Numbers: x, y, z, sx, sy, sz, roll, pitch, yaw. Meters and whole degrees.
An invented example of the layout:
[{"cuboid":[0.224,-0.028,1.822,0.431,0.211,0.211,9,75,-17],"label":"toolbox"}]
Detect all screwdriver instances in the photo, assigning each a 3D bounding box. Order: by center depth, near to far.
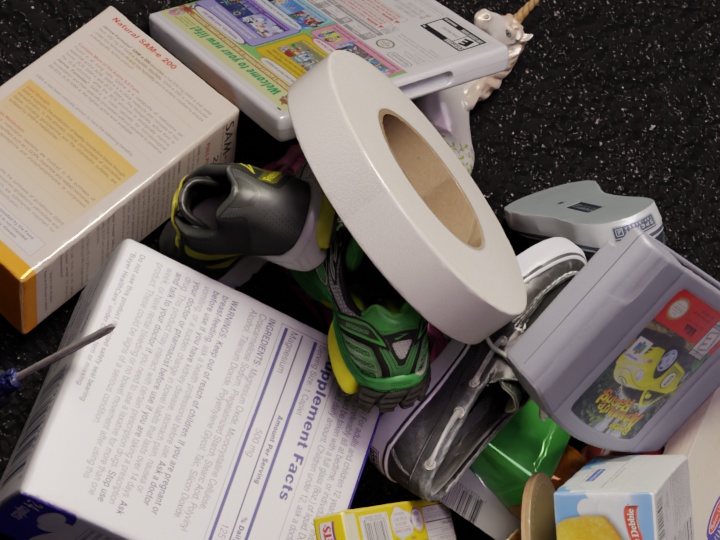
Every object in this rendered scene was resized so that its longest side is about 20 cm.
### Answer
[{"cuboid":[-0.206,0.061,1.247,0.029,0.200,0.028,-6,77,-35],"label":"screwdriver"}]

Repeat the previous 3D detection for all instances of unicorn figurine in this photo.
[{"cuboid":[0.056,-0.127,1.489,0.137,0.074,0.200,11,81,-23],"label":"unicorn figurine"}]

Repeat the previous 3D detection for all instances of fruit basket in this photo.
[{"cuboid":[0.155,0.132,1.419,0.200,0.094,0.185,38,62,-20],"label":"fruit basket"}]

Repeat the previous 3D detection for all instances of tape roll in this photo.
[{"cuboid":[0.031,-0.047,1.258,0.037,0.203,0.203,-35,82,17],"label":"tape roll"}]

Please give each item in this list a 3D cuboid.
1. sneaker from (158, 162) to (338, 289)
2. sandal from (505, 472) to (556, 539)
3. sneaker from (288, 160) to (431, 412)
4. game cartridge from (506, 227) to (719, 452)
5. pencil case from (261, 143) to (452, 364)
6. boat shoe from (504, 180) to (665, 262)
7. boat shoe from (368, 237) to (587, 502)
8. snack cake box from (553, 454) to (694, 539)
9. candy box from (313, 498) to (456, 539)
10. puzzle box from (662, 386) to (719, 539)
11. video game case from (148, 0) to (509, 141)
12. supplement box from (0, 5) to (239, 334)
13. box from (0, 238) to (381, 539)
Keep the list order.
[{"cuboid":[-0.089,-0.038,1.305,0.085,0.200,0.075,21,73,-27],"label":"sneaker"},{"cuboid":[0.107,0.239,1.343,0.078,0.070,0.212,-39,118,-60],"label":"sandal"},{"cuboid":[0.004,-0.009,1.287,0.078,0.085,0.200,-8,45,-18],"label":"sneaker"},{"cuboid":[0.178,0.053,1.300,0.200,0.133,0.041,26,22,-53],"label":"game cartridge"},{"cuboid":[0.000,0.000,1.399,0.091,0.094,0.200,-40,85,-19],"label":"pencil case"},{"cuboid":[0.160,-0.006,1.424,0.071,0.200,0.091,-20,103,-11],"label":"boat shoe"},{"cuboid":[0.091,0.066,1.320,0.199,0.074,0.068,-45,48,-15],"label":"boat shoe"},{"cuboid":[0.177,0.227,1.310,0.067,0.115,0.200,-3,96,20],"label":"snack cake box"},{"cuboid":[0.025,0.198,1.285,0.026,0.200,0.102,-12,82,20],"label":"candy box"},{"cuboid":[0.269,0.135,1.443,0.133,0.025,0.200,48,57,-33],"label":"puzzle box"},{"cuboid":[-0.025,-0.160,1.424,0.182,0.022,0.200,-19,36,-24],"label":"video game case"},{"cuboid":[-0.194,-0.070,1.356,0.126,0.074,0.200,40,62,17],"label":"supplement box"},{"cuboid":[-0.106,0.112,1.287,0.200,0.105,0.184,27,62,-13],"label":"box"}]
